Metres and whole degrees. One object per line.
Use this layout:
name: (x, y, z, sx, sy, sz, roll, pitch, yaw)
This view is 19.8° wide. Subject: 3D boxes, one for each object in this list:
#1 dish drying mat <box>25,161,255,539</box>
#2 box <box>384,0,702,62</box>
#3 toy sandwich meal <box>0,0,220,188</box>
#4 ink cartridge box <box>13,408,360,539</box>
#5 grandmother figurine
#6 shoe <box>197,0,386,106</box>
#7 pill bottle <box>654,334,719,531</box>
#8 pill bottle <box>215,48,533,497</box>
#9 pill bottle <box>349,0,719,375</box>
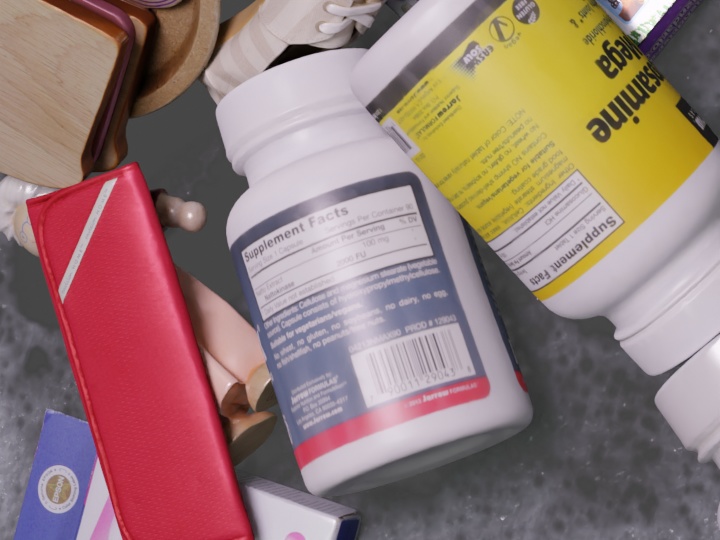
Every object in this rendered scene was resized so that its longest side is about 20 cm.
dish drying mat: (-0.115, 0.051, 1.056, 0.076, 0.018, 0.201, -16, 89, 24)
box: (0.075, -0.173, 1.046, 0.200, 0.039, 0.137, 44, 103, 19)
toy sandwich meal: (-0.166, -0.140, 1.047, 0.204, 0.070, 0.206, 12, 130, 14)
ink cartridge box: (-0.117, 0.194, 1.096, 0.199, 0.043, 0.198, 15, 92, 20)
grandmother figurine: (-0.119, 0.010, 1.099, 0.200, 0.060, 0.122, 38, 105, 19)
shoe: (-0.021, -0.125, 1.033, 0.200, 0.070, 0.054, -30, 71, 54)
pill bottle: (0.227, 0.112, 0.927, 0.114, 0.114, 0.200, -40, 74, 14)
pill bottle: (0.000, 0.000, 1.021, 0.119, 0.119, 0.201, -22, 78, 18)
pill bottle: (0.098, -0.053, 0.954, 0.112, 0.112, 0.200, -42, 92, 13)
